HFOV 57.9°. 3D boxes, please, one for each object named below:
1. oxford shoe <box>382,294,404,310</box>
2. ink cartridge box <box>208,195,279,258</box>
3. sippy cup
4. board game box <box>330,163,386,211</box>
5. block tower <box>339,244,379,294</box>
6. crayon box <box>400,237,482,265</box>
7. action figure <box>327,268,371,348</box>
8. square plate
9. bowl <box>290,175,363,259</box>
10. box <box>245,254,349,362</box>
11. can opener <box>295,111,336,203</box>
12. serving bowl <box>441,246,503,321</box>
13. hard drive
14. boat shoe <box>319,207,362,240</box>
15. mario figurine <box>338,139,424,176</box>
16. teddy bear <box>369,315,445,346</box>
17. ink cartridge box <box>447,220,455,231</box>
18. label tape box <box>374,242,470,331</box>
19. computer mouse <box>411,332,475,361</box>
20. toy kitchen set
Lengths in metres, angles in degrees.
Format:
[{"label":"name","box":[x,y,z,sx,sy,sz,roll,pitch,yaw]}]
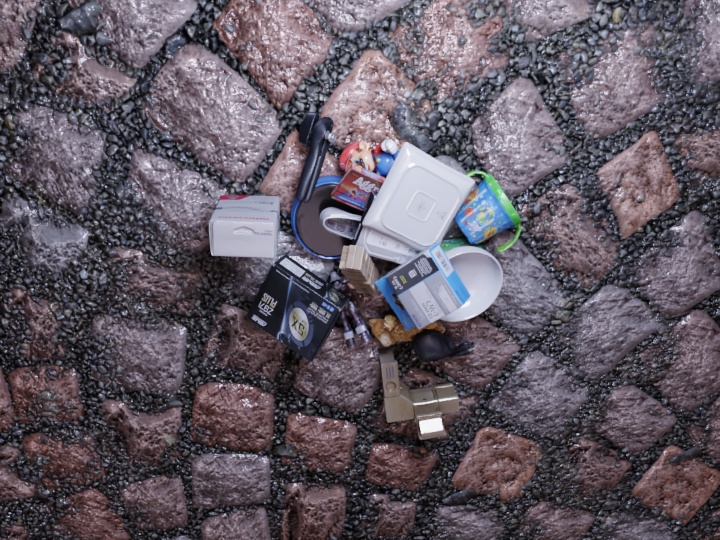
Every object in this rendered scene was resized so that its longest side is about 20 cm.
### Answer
[{"label":"oxford shoe","box":[0.153,0.077,1.655,0.194,0.071,0.076,11,86,-8]},{"label":"ink cartridge box","box":[-0.256,-0.102,1.467,0.141,0.201,0.086,2,113,-5]},{"label":"sippy cup","box":[0.290,-0.134,1.535,0.129,0.180,0.139,-35,155,12]},{"label":"board game box","box":[0.042,-0.166,1.472,0.196,0.020,0.103,20,137,-24]},{"label":"block tower","box":[0.000,0.000,1.508,0.053,0.200,0.059,8,73,14]},{"label":"crayon box","box":[0.198,-0.008,1.605,0.194,0.059,0.121,-6,122,-5]},{"label":"action figure","box":[-0.039,0.091,1.635,0.127,0.069,0.205,-19,98,11]},{"label":"square plate","box":[0.131,-0.145,1.424,0.195,0.029,0.203,23,107,-22]},{"label":"bowl","box":[-0.070,-0.122,1.561,0.194,0.040,0.206,-2,112,-4]},{"label":"box","box":[-0.152,0.090,1.579,0.198,0.086,0.166,33,112,3]},{"label":"can opener","box":[-0.106,-0.254,1.487,0.077,0.063,0.206,18,100,34]},{"label":"serving bowl","box":[0.236,0.022,1.550,0.194,0.066,0.204,-7,127,-10]},{"label":"hard drive","box":[0.092,-0.087,1.483,0.195,0.038,0.142,15,114,-21]},{"label":"boat shoe","box":[0.000,-0.097,1.518,0.196,0.069,0.073,21,109,-13]},{"label":"mario figurine","box":[0.041,-0.229,1.464,0.195,0.106,0.127,8,97,17]},{"label":"teddy bear","box":[0.114,0.150,1.622,0.194,0.145,0.069,-4,73,16]},{"label":"ink cartridge box","box":[0.149,-0.166,1.569,0.198,0.050,0.163,30,106,-31]},{"label":"label tape box","box":[0.129,0.051,1.476,0.198,0.066,0.145,-33,93,33]},{"label":"computer mouse","box":[0.198,0.202,1.633,0.136,0.054,0.199,-20,154,27]},{"label":"toy kitchen set","box":[0.157,0.311,1.686,0.194,0.164,0.185,-8,113,-2]}]
